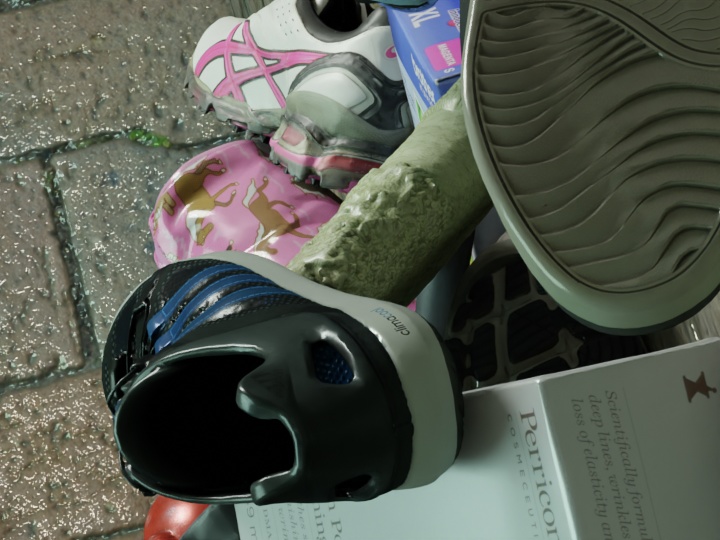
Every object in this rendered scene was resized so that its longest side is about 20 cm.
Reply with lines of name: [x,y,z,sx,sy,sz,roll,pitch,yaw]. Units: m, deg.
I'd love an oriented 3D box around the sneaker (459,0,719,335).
sneaker: [0.066,-0.047,0.745,0.106,0.075,0.200,72,-171,-51]

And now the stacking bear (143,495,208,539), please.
stacking bear: [-0.006,0.119,1.406,0.121,0.200,0.114,127,128,-86]

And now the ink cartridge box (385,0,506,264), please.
ink cartridge box: [0.048,-0.045,1.204,0.119,0.042,0.200,-113,10,-62]

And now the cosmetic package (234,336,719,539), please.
cosmetic package: [0.041,0.087,0.925,0.200,0.074,0.102,-21,82,60]

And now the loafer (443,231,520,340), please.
loafer: [0.047,0.074,1.152,0.063,0.072,0.200,-70,-2,-69]

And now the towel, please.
towel: [0.000,0.000,1.038,0.036,0.148,0.200,43,151,3]

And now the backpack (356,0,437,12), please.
backpack: [-0.022,-0.187,0.946,0.200,0.135,0.183,40,166,18]

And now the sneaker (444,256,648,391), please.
sneaker: [0.080,0.089,1.021,0.080,0.077,0.200,59,-166,-66]

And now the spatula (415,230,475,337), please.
spatula: [0.031,0.042,1.194,0.021,0.056,0.200,-52,-24,-43]

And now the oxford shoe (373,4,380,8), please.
oxford shoe: [-0.013,-0.149,1.404,0.071,0.074,0.200,98,156,-80]

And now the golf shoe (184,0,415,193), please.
golf shoe: [-0.019,-0.095,1.338,0.200,0.073,0.092,34,109,61]

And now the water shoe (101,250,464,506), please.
water shoe: [-0.049,0.034,0.912,0.200,0.079,0.072,0,99,59]

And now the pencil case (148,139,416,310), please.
pencil case: [-0.016,0.023,1.327,0.200,0.086,0.083,48,121,37]

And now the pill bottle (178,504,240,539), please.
pill bottle: [0.030,0.144,1.077,0.200,0.112,0.112,46,173,5]
